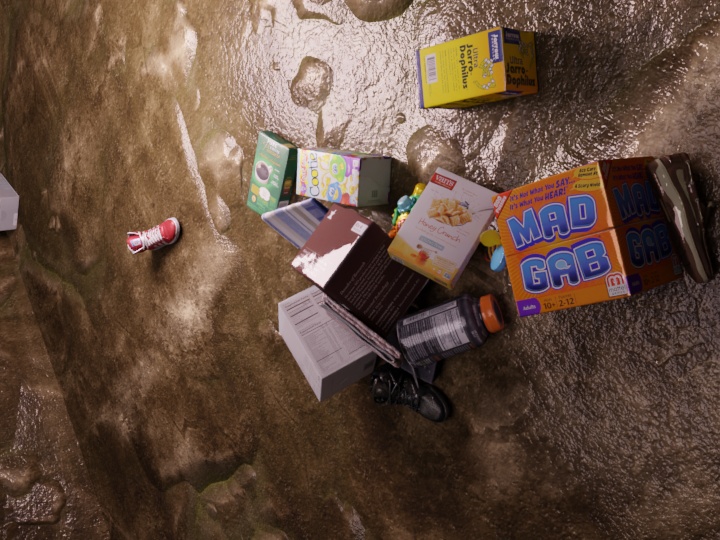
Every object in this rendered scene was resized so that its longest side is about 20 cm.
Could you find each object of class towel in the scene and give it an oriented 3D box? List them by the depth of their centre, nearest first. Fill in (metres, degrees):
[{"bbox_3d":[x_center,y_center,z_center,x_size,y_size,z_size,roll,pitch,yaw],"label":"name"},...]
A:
[{"bbox_3d":[0.003,0.127,1.568,0.199,0.191,0.032,38,85,9],"label":"towel"},{"bbox_3d":[-0.125,-0.108,1.796,0.198,0.146,0.024,-13,48,46],"label":"towel"}]

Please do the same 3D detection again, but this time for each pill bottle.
[{"bbox_3d":[0.178,0.112,1.508,0.197,0.106,0.108,-21,82,20],"label":"pill bottle"}]

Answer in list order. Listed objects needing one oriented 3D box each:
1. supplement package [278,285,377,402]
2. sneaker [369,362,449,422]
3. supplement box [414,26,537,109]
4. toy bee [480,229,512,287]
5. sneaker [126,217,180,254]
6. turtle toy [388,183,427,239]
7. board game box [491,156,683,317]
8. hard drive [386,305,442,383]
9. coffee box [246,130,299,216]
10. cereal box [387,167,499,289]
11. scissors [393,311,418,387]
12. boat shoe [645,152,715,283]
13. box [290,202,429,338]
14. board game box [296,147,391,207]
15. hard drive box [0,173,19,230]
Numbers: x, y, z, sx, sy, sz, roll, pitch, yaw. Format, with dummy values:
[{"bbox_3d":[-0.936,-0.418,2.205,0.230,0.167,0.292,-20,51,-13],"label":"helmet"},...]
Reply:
[{"bbox_3d":[-0.075,0.154,1.736,0.202,0.149,0.153,57,161,21],"label":"supplement package"},{"bbox_3d":[0.093,0.271,1.650,0.198,0.113,0.077,36,123,33],"label":"sneaker"},{"bbox_3d":[0.209,-0.364,1.408,0.198,0.108,0.112,-1,97,46],"label":"supplement box"},{"bbox_3d":[0.291,-0.035,1.382,0.200,0.129,0.110,41,110,53],"label":"toy bee"},{"bbox_3d":[-0.627,-0.101,2.313,0.199,0.111,0.073,-25,80,45],"label":"sneaker"},{"bbox_3d":[0.132,-0.079,1.548,0.199,0.100,0.148,35,121,36],"label":"turtle toy"},{"bbox_3d":[0.365,-0.054,1.243,0.198,0.198,0.204,-16,87,45],"label":"board game box"},{"bbox_3d":[0.104,0.141,1.662,0.199,0.042,0.137,29,117,39],"label":"hard drive"},{"bbox_3d":[-0.218,-0.231,1.918,0.122,0.044,0.203,32,120,37],"label":"coffee box"},{"bbox_3d":[0.160,-0.083,1.458,0.142,0.040,0.202,26,76,22],"label":"cereal box"},{"bbox_3d":[0.086,0.150,1.644,0.072,0.014,0.204,-8,93,44],"label":"scissors"},{"bbox_3d":[0.511,-0.083,1.182,0.074,0.075,0.205,-23,98,10],"label":"boat shoe"},{"bbox_3d":[0.000,0.000,1.571,0.165,0.199,0.165,-53,33,-4],"label":"box"},{"bbox_3d":[-0.039,-0.209,1.696,0.198,0.104,0.105,15,108,42],"label":"board game box"},{"bbox_3d":[-1.495,-0.285,3.191,0.200,0.076,0.158,42,125,33],"label":"hard drive box"}]
